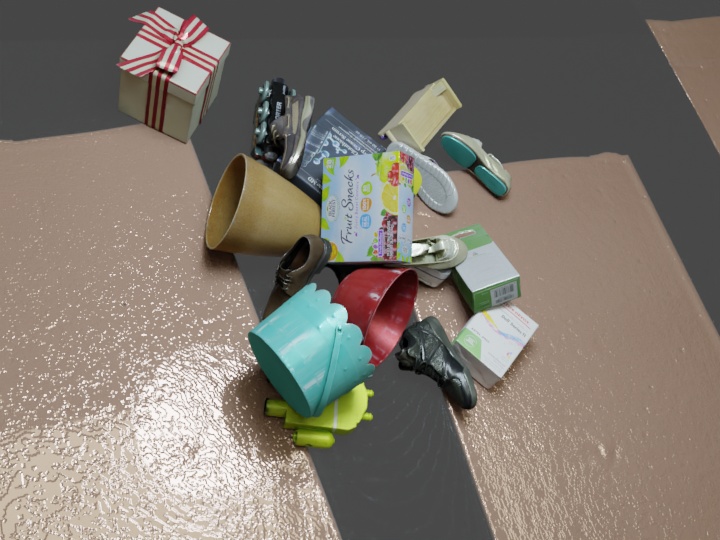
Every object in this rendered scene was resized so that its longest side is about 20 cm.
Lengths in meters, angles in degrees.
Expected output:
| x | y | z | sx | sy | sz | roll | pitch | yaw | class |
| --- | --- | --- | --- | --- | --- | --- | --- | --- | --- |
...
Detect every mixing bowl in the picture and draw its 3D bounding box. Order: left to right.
| x | y | z | sx | sy | sz | roll | pitch | yaw | class |
| --- | --- | --- | --- | --- | --- | --- | --- | --- | --- |
| 0.013 | 0.069 | 1.523 | 0.108 | 0.201 | 0.200 | 24 | 53 | 21 | mixing bowl |

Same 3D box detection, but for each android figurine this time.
| x | y | z | sx | sy | sz | roll | pitch | yaw | class |
| --- | --- | --- | --- | --- | --- | --- | --- | --- | --- |
| -0.072 | 0.229 | 1.473 | 0.199 | 0.041 | 0.183 | 8 | 58 | -13 | android figurine |

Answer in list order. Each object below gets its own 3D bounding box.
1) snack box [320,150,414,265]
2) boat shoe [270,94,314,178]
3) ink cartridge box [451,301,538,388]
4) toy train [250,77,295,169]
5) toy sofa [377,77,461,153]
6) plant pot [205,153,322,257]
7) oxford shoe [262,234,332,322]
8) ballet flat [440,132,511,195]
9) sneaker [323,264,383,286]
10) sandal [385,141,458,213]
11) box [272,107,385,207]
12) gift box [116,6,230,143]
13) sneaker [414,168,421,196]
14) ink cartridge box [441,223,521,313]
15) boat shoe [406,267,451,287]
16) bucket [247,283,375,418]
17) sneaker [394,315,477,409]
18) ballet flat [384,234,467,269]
| x | y | z | sx | sy | sz | roll | pitch | yaw | class |
| --- | --- | --- | --- | --- | --- | --- | --- | --- | --- |
| 0.012 | -0.112 | 1.521 | 0.068 | 0.168 | 0.201 | 11 | 81 | -58 | snack box |
| -0.140 | -0.261 | 1.586 | 0.073 | 0.075 | 0.201 | 12 | 53 | -3 | boat shoe |
| 0.274 | 0.124 | 1.642 | 0.117 | 0.067 | 0.200 | 39 | 56 | 6 | ink cartridge box |
| -0.184 | -0.299 | 1.688 | 0.085 | 0.114 | 0.201 | 12 | 60 | -20 | toy train |
| 0.135 | -0.340 | 1.857 | 0.083 | 0.097 | 0.200 | 51 | 54 | -17 | toy sofa |
| -0.169 | -0.100 | 1.561 | 0.199 | 0.186 | 0.187 | 19 | 56 | -26 | plant pot |
| -0.135 | 0.020 | 1.502 | 0.073 | 0.084 | 0.201 | 29 | 94 | 32 | oxford shoe |
| 0.264 | -0.250 | 1.836 | 0.200 | 0.069 | 0.070 | 43 | 55 | -10 | ballet flat |
| 0.000 | 0.000 | 1.620 | 0.199 | 0.076 | 0.091 | 23 | 69 | -2 | sneaker |
| 0.143 | -0.211 | 1.786 | 0.203 | 0.083 | 0.050 | 46 | 32 | 8 | sandal |
| -0.071 | -0.210 | 1.683 | 0.148 | 0.107 | 0.200 | 38 | 57 | 3 | box |
| -0.387 | -0.394 | 1.625 | 0.199 | 0.187 | 0.185 | 22 | 56 | -8 | gift box |
| 0.051 | -0.131 | 1.710 | 0.074 | 0.082 | 0.200 | 44 | 71 | -25 | sneaker |
| 0.239 | -0.008 | 1.673 | 0.103 | 0.060 | 0.200 | -19 | 39 | -7 | ink cartridge box |
| 0.085 | -0.027 | 1.657 | 0.199 | 0.065 | 0.074 | 32 | 41 | -5 | boat shoe |
| -0.086 | 0.140 | 1.385 | 0.135 | 0.207 | 0.207 | -35 | 78 | -20 | bucket |
| 0.136 | 0.189 | 1.554 | 0.114 | 0.076 | 0.200 | -20 | 67 | -26 | sneaker |
| 0.134 | -0.037 | 1.596 | 0.199 | 0.070 | 0.070 | -8 | 65 | -23 | ballet flat |
